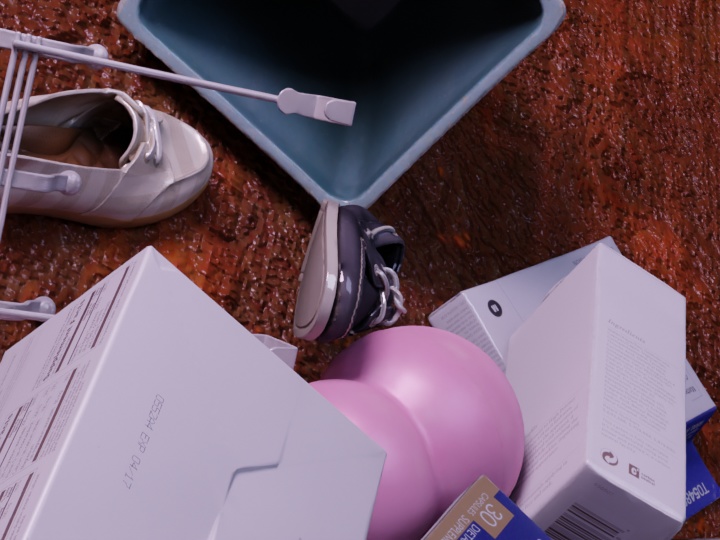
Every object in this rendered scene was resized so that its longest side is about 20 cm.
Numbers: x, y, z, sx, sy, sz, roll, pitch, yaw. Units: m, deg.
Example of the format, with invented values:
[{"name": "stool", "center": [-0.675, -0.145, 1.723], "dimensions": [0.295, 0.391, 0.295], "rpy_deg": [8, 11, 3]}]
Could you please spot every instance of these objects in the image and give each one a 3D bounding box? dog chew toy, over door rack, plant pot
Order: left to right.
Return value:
[{"name": "over door rack", "center": [-0.118, -0.036, 0.958], "dimensions": [0.200, 0.067, 0.148], "rpy_deg": [10, 96, -22]}, {"name": "plant pot", "center": [-0.003, -0.192, 1.182], "dimensions": [0.196, 0.196, 0.200], "rpy_deg": [42, 22, -13]}, {"name": "dog chew toy", "center": [-0.002, 0.107, 1.001], "dimensions": [0.200, 0.125, 0.125], "rpy_deg": [-26, 81, -44]}]

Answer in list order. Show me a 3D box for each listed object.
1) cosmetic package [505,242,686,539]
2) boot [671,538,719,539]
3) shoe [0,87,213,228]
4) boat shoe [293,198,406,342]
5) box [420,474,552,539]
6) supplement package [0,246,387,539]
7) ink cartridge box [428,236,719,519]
[{"name": "cosmetic package", "center": [0.134, 0.088, 1.084], "dimensions": [0.074, 0.102, 0.200], "rpy_deg": [31, 37, -13]}, {"name": "boot", "center": [0.208, 0.209, 1.064], "dimensions": [0.182, 0.200, 0.073], "rpy_deg": [41, 67, -17]}, {"name": "shoe", "center": [-0.150, -0.063, 1.028], "dimensions": [0.200, 0.053, 0.070], "rpy_deg": [-6, 65, -48]}, {"name": "boat shoe", "center": [0.000, 0.000, 1.056], "dimensions": [0.063, 0.073, 0.200], "rpy_deg": [16, 10, -3]}, {"name": "box", "center": [0.101, 0.202, 0.911], "dimensions": [0.200, 0.032, 0.121], "rpy_deg": [45, 35, 5]}, {"name": "supplement package", "center": [-0.094, 0.123, 0.790], "dimensions": [0.156, 0.111, 0.200], "rpy_deg": [43, 36, -21]}, {"name": "ink cartridge box", "center": [0.160, 0.085, 1.246], "dimensions": [0.199, 0.041, 0.200], "rpy_deg": [-19, 76, -51]}]
